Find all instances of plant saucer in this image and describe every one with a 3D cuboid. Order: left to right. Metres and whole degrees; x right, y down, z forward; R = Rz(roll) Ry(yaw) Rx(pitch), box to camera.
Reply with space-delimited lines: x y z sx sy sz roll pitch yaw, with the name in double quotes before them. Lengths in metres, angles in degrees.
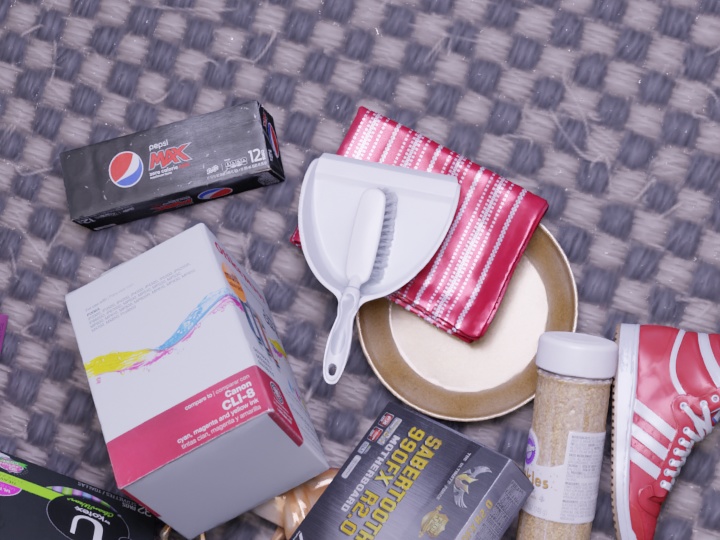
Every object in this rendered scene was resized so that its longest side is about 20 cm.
"plant saucer" 0.095 0.034 1.170 0.198 0.035 0.202 -1 82 10

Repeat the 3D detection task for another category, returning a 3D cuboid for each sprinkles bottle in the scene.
"sprinkles bottle" 0.173 0.155 1.104 0.068 0.068 0.202 7 96 11

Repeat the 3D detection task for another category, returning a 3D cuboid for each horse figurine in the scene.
"horse figurine" -0.100 0.214 1.173 0.198 0.050 0.134 21 83 14

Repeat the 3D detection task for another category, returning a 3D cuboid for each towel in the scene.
"towel" 0.051 -0.042 1.159 0.199 0.022 0.146 28 87 13

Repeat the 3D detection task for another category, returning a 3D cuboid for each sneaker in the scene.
"sneaker" 0.270 0.146 1.106 0.111 0.071 0.202 1 81 14

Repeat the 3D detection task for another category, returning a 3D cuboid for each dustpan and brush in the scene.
"dustpan and brush" 0.000 0.000 1.120 0.138 0.057 0.202 11 84 12

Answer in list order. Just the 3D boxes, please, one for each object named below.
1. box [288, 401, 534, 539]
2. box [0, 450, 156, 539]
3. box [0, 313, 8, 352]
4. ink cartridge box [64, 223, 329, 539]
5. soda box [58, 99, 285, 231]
"box" 0.027 0.222 1.085 0.158 0.048 0.201 20 68 50
"box" -0.290 0.252 1.108 0.199 0.149 0.125 24 105 -13
"box" -0.457 0.109 1.229 0.198 0.097 0.178 8 84 10
"ink cartridge box" -0.141 0.094 1.119 0.144 0.145 0.201 -28 57 5
"soda box" -0.176 -0.097 1.222 0.198 0.063 0.071 -14 80 8
